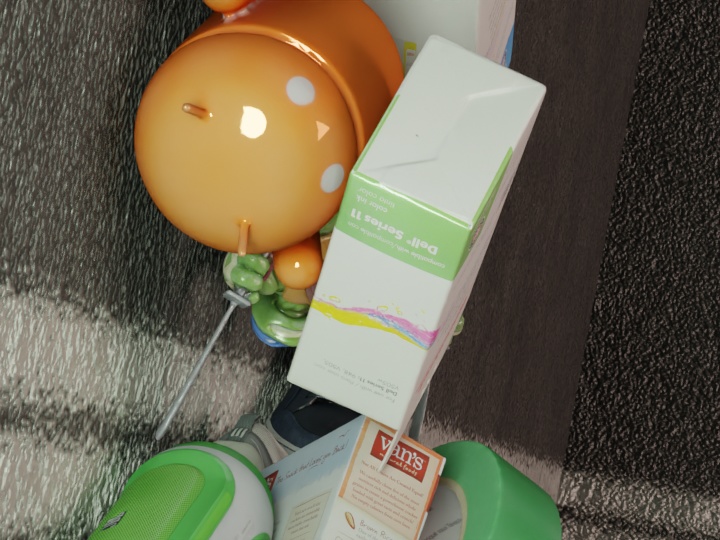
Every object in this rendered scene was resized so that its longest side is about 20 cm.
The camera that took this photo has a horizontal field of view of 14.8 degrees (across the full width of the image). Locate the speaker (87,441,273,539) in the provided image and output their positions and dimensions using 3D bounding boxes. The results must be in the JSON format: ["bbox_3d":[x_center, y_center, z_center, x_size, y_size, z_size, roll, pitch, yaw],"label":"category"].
[{"bbox_3d":[-0.104,0.158,1.385,0.200,0.088,0.088,-55,153,-65],"label":"speaker"}]

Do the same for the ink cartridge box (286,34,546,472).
[{"bbox_3d":[0.022,-0.004,1.398,0.200,0.067,0.117,108,8,-47],"label":"ink cartridge box"}]

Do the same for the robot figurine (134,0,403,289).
[{"bbox_3d":[-0.044,-0.077,1.394,0.144,0.117,0.200,-64,177,26],"label":"robot figurine"}]

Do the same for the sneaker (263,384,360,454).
[{"bbox_3d":[-0.005,0.045,1.769,0.202,0.077,0.146,-77,-175,-73],"label":"sneaker"}]

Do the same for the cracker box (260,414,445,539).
[{"bbox_3d":[-0.036,0.187,1.463,0.134,0.058,0.200,-33,-148,56],"label":"cracker box"}]

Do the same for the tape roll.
[{"bbox_3d":[0.024,0.187,1.510,0.200,0.048,0.200,-44,-158,22],"label":"tape roll"}]

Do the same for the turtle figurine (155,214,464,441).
[{"bbox_3d":[0.000,0.000,1.547,0.200,0.144,0.194,-72,-174,-59],"label":"turtle figurine"}]

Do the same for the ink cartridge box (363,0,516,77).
[{"bbox_3d":[0.020,-0.162,1.598,0.200,0.125,0.129,92,12,-46],"label":"ink cartridge box"}]

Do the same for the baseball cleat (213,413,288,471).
[{"bbox_3d":[-0.065,0.182,1.639,0.106,0.070,0.200,-51,150,-60],"label":"baseball cleat"}]
